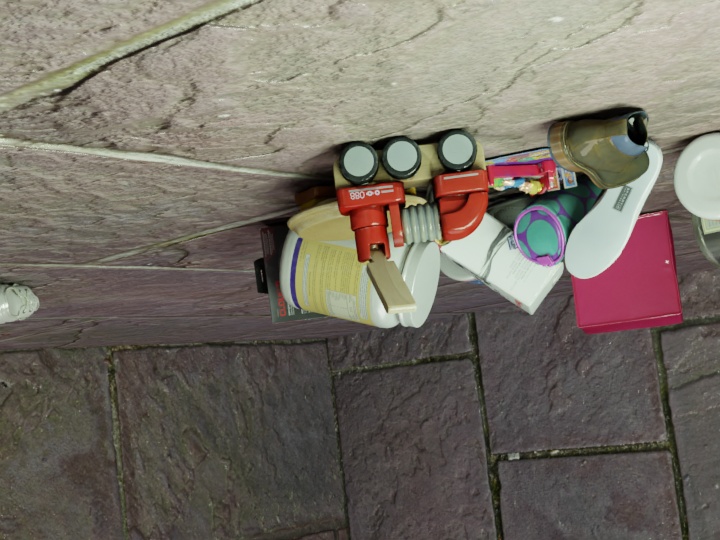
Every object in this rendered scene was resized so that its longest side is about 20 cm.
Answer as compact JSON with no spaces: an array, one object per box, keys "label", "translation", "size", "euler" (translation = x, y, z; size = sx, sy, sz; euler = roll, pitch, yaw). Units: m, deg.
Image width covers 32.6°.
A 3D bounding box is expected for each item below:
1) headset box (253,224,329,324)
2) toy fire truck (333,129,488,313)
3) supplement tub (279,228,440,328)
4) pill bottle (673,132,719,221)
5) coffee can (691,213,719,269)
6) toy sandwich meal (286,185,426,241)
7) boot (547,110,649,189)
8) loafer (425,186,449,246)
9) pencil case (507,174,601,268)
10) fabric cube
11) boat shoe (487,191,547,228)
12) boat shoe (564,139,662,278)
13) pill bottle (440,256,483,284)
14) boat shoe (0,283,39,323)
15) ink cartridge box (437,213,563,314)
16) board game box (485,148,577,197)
[{"label":"headset box","translation":[-0.063,-0.002,1.878],"size":[0.198,0.150,0.075],"euler":[-7,-179,8]},{"label":"toy fire truck","translation":[0.064,-0.050,1.411],"size":[0.175,0.202,0.129],"euler":[-7,174,2]},{"label":"supplement tub","translation":[0.000,0.000,1.743],"size":[0.199,0.146,0.145],"euler":[12,180,19]},{"label":"pill bottle","translation":[0.505,-0.118,1.648],"size":[0.112,0.114,0.199],"euler":[-11,172,33]},{"label":"coffee can","translation":[0.621,-0.091,1.847],"size":[0.146,0.147,0.199],"euler":[0,170,-45]},{"label":"toy sandwich meal","translation":[-0.008,-0.089,1.607],"size":[0.204,0.071,0.205],"euler":[-8,170,-1]},{"label":"boot","translation":[0.312,-0.141,1.442],"size":[0.097,0.075,0.199],"euler":[-9,172,41]},{"label":"loafer","translation":[0.119,-0.083,1.619],"size":[0.072,0.073,0.200],"euler":[24,172,15]},{"label":"pencil case","translation":[0.285,-0.070,1.713],"size":[0.085,0.093,0.200],"euler":[6,-160,32]},{"label":"fabric cube","translation":[0.502,0.008,2.335],"size":[0.195,0.202,0.199],"euler":[-8,171,15]},{"label":"boat shoe","translation":[0.275,-0.089,1.864],"size":[0.199,0.074,0.060],"euler":[-1,-178,33]},{"label":"boat shoe","translation":[0.334,-0.081,1.608],"size":[0.070,0.201,0.066],"euler":[28,-164,17]},{"label":"pill bottle","translation":[0.206,-0.033,2.071],"size":[0.112,0.113,0.200],"euler":[-10,173,25]},{"label":"boat shoe","translation":[-0.612,0.054,2.195],"size":[0.069,0.071,0.200],"euler":[-7,-178,-6]},{"label":"ink cartridge box","translation":[0.190,-0.025,1.794],"size":[0.199,0.084,0.145],"euler":[34,180,12]},{"label":"board game box","translation":[0.210,-0.121,1.640],"size":[0.199,0.039,0.158],"euler":[-10,172,23]}]
